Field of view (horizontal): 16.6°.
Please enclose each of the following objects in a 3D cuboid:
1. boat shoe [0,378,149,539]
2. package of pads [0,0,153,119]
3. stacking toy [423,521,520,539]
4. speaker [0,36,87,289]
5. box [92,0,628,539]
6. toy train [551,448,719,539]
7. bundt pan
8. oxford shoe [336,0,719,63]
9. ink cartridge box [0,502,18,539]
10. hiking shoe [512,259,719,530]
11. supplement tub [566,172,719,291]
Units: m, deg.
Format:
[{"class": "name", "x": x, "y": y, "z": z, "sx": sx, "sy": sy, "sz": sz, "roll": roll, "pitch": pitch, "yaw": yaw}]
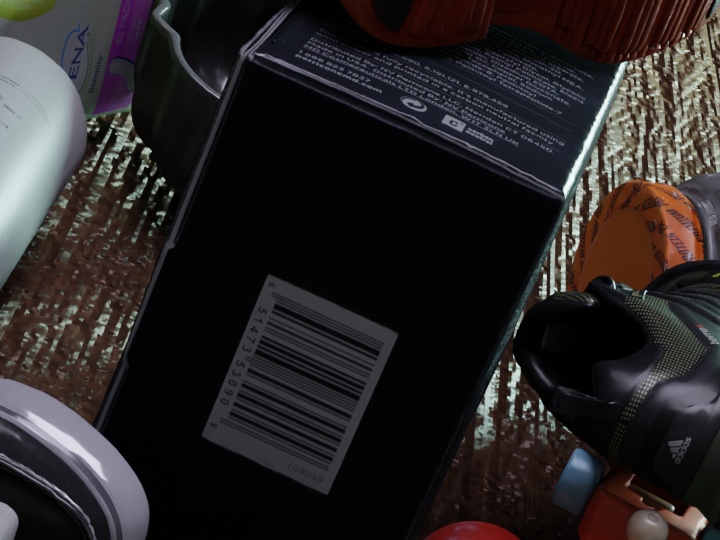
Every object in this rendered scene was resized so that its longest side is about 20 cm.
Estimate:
[{"class": "boat shoe", "x": -0.169, "y": 0.060, "z": 0.820, "sx": 0.199, "sy": 0.070, "sz": 0.066, "roll": 26, "pitch": 32, "yaw": 11}, {"class": "package of pads", "x": -0.151, "y": -0.159, "z": 1.122, "sx": 0.068, "sy": 0.201, "sz": 0.154, "roll": 27, "pitch": 25, "yaw": 29}, {"class": "stacking toy", "x": 0.106, "y": 0.143, "z": 0.866, "sx": 0.199, "sy": 0.086, "sz": 0.085, "roll": 22, "pitch": 24, "yaw": 11}, {"class": "speaker", "x": -0.168, "y": -0.027, "z": 0.982, "sx": 0.081, "sy": 0.081, "sz": 0.200, "roll": 20, "pitch": 24, "yaw": -2}, {"class": "box", "x": 0.000, "y": 0.000, "z": 0.917, "sx": 0.124, "sy": 0.201, "sz": 0.197, "roll": 24, "pitch": 25, "yaw": 2}, {"class": "toy train", "x": 0.163, "y": 0.127, "z": 0.939, "sx": 0.199, "sy": 0.056, "sz": 0.150, "roll": 26, "pitch": 13, "yaw": 5}, {"class": "bundt pan", "x": -0.022, "y": -0.068, "z": 1.165, "sx": 0.201, "sy": 0.076, "sz": 0.202, "roll": 23, "pitch": 33, "yaw": -15}, {"class": "oxford shoe", "x": 0.059, "y": -0.122, "z": 0.891, "sx": 0.199, "sy": 0.071, "sz": 0.073, "roll": 0, "pitch": 29, "yaw": -42}, {"class": "ink cartridge box", "x": -0.195, "y": 0.115, "z": 0.660, "sx": 0.146, "sy": 0.083, "sz": 0.200, "roll": 22, "pitch": 23, "yaw": 1}, {"class": "hiking shoe", "x": 0.111, "y": 0.027, "z": 0.947, "sx": 0.100, "sy": 0.076, "sz": 0.200, "roll": 27, "pitch": 13, "yaw": -5}, {"class": "supplement tub", "x": 0.202, "y": 0.026, "z": 1.126, "sx": 0.199, "sy": 0.123, "sz": 0.123, "roll": 11, "pitch": 26, "yaw": -20}]
